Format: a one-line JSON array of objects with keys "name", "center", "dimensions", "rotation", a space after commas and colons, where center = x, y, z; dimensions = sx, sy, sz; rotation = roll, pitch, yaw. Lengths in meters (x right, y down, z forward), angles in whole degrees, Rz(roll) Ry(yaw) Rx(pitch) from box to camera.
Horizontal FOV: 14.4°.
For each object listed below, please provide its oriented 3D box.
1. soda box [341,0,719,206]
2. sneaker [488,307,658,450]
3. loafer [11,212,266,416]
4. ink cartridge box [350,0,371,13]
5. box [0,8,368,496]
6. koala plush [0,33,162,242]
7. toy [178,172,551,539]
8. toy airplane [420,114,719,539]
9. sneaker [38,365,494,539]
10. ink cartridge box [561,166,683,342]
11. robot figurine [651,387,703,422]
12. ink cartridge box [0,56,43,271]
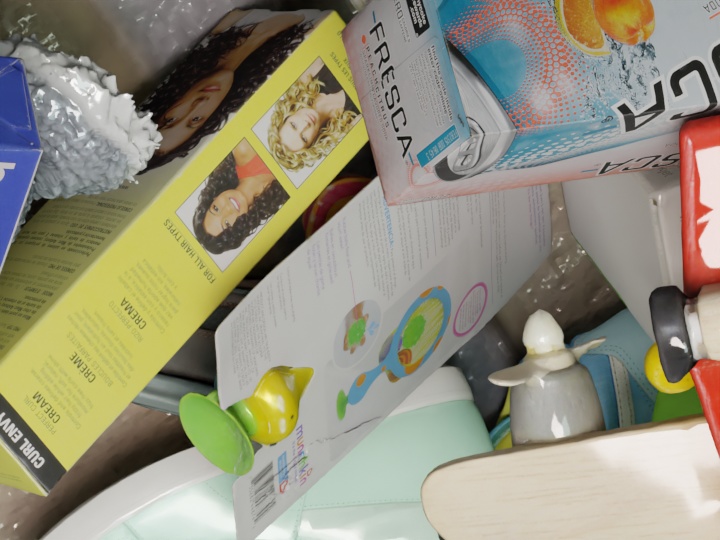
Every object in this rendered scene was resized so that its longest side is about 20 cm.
[{"name": "soda box", "center": [0.099, -0.072, 0.932], "dimensions": [0.199, 0.068, 0.064], "rotation": [-9, 76, -27]}, {"name": "sneaker", "center": [0.118, 0.099, 1.176], "dimensions": [0.130, 0.080, 0.201], "rotation": [-20, 118, 0]}, {"name": "loafer", "center": [-0.121, 0.006, 1.075], "dimensions": [0.199, 0.072, 0.063], "rotation": [19, 88, -30]}, {"name": "ink cartridge box", "center": [0.055, -0.185, 0.981], "dimensions": [0.199, 0.145, 0.088], "rotation": [-34, 117, 3]}, {"name": "box", "center": [-0.077, -0.011, 1.021], "dimensions": [0.200, 0.075, 0.050], "rotation": [-49, 118, -22]}, {"name": "koala plush", "center": [-0.178, -0.069, 0.944], "dimensions": [0.177, 0.184, 0.201], "rotation": [-32, 117, 2]}, {"name": "toy", "center": [0.000, 0.000, 1.066], "dimensions": [0.200, 0.047, 0.116], "rotation": [-46, 147, -36]}, {"name": "toy airplane", "center": [0.148, 0.053, 0.958], "dimensions": [0.199, 0.141, 0.200], "rotation": [27, 119, -12]}, {"name": "sneaker", "center": [-0.031, 0.124, 1.100], "dimensions": [0.199, 0.074, 0.119], "rotation": [-21, 74, -7]}, {"name": "ink cartridge box", "center": [0.186, -0.050, 1.082], "dimensions": [0.199, 0.146, 0.085], "rotation": [-17, 117, -7]}, {"name": "robot figurine", "center": [0.141, 0.134, 1.069], "dimensions": [0.174, 0.115, 0.202], "rotation": [6, 93, -33]}, {"name": "ink cartridge box", "center": [-0.173, 0.014, 0.910], "dimensions": [0.093, 0.044, 0.201], "rotation": [4, 135, -23]}]
